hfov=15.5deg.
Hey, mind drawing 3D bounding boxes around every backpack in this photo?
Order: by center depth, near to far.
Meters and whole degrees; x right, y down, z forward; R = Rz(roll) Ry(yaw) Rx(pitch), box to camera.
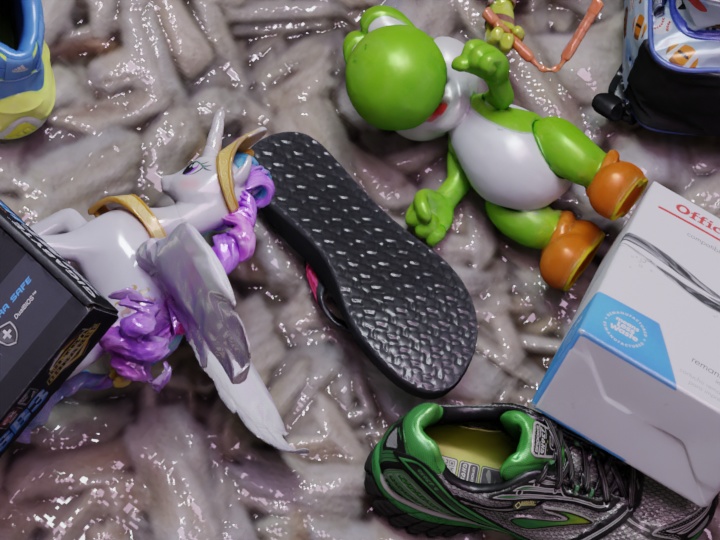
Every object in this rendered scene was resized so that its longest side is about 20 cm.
[{"bbox_3d":[0.247,-0.184,1.626,0.198,0.154,0.191,6,54,-7],"label":"backpack"}]

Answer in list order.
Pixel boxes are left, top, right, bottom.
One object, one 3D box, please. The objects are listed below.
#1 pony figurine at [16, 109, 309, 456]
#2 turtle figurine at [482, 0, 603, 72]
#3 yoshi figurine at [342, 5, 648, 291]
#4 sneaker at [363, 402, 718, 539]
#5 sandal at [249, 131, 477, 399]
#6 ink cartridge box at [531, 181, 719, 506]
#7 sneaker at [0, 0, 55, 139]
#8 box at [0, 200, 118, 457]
[{"bbox_3d":[-0.120,0.017,1.455,0.199,0.167,0.194,-20,63,-5],"label":"pony figurine"},{"bbox_3d":[0.074,-0.217,1.642,0.160,0.064,0.201,9,72,0],"label":"turtle figurine"},{"bbox_3d":[0.063,-0.079,1.553,0.200,0.112,0.112,39,70,10],"label":"yoshi figurine"},{"bbox_3d":[0.106,0.119,1.480,0.199,0.085,0.079,7,64,-10],"label":"sneaker"},{"bbox_3d":[0.000,0.000,1.541,0.075,0.045,0.200,-23,58,-27],"label":"sandal"},{"bbox_3d":[0.186,0.028,1.512,0.116,0.068,0.200,30,39,1],"label":"ink cartridge box"},{"bbox_3d":[-0.224,-0.180,1.533,0.075,0.105,0.201,-22,72,-21],"label":"sneaker"},{"bbox_3d":[-0.262,0.031,1.395,0.198,0.050,0.200,42,95,14],"label":"box"}]
